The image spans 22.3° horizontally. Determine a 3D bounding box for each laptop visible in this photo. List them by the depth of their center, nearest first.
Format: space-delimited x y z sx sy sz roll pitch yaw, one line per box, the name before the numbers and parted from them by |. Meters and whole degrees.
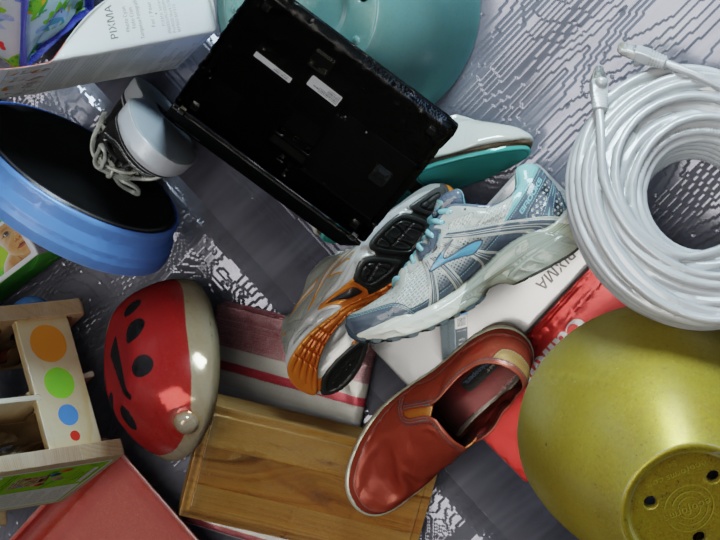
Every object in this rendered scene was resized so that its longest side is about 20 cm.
laptop | -0.043 -0.112 1.369 0.177 0.104 0.200 35 122 -8

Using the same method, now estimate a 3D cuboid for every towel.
towel | -0.070 0.137 1.553 0.143 0.023 0.202 14 103 14

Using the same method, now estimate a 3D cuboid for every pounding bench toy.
pounding bench toy | -0.316 0.124 1.552 0.200 0.123 0.157 -38 65 47

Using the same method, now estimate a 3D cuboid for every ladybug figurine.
ladybug figurine | -0.165 0.077 1.485 0.071 0.200 0.137 11 107 -20

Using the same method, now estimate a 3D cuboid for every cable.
cable | 0.248 -0.053 1.357 0.198 0.069 0.202 14 74 -1

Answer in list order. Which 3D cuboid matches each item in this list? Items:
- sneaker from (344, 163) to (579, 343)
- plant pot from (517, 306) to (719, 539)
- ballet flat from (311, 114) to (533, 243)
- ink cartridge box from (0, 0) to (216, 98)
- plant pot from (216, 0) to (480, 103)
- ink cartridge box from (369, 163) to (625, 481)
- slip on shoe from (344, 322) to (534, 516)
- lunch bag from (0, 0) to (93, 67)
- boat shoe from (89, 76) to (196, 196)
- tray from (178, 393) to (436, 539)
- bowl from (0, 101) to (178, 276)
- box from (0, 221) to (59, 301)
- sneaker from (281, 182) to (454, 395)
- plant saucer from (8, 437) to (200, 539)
sneaker | 0.070 -0.013 1.403 0.199 0.078 0.087 -29 92 0
plant pot | 0.225 0.144 1.355 0.198 0.142 0.202 -2 110 -4
ballet flat | 0.041 -0.088 1.469 0.199 0.069 0.070 -24 90 20
ink cartridge box | -0.225 -0.177 1.432 0.198 0.160 0.048 -11 90 -18
plant pot | -0.022 -0.206 1.418 0.199 0.161 0.203 3 98 18
ink cartridge box | 0.131 0.046 1.463 0.176 0.045 0.200 45 108 9
slip on shoe | 0.060 0.124 1.440 0.074 0.061 0.200 41 108 -15
lunch bag | -0.307 -0.286 1.478 0.169 0.128 0.201 30 143 10
boat shoe | -0.183 -0.102 1.465 0.073 0.200 0.068 40 98 -23
tray | -0.042 0.173 1.501 0.198 0.037 0.100 14 102 -7
bowl | -0.237 -0.071 1.483 0.200 0.200 0.040 37 108 10
box | -0.374 -0.042 1.589 0.199 0.097 0.177 -33 89 20
sneaker | 0.000 0.000 1.466 0.076 0.092 0.200 37 100 -31
plant saucer | -0.211 0.278 1.603 0.200 0.037 0.200 47 111 8
